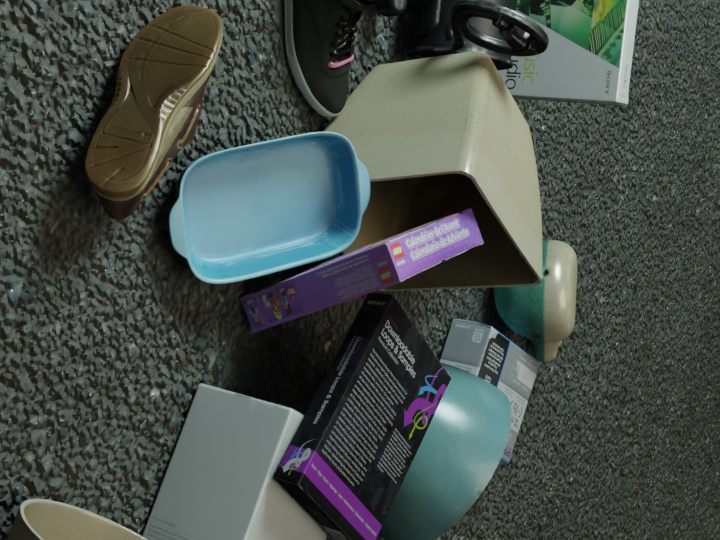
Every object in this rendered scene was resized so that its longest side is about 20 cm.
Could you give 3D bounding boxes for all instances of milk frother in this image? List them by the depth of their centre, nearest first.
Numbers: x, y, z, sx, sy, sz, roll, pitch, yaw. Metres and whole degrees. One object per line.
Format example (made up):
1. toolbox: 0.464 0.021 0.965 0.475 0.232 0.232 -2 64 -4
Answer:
1. milk frother: 0.131 -0.312 1.233 0.180 0.199 0.190 2 95 -52

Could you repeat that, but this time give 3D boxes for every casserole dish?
1. casserole dish: -0.086 -0.061 1.088 0.198 0.039 0.122 -15 112 -26

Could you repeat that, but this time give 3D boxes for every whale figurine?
1. whale figurine: 0.225 0.041 1.541 0.200 0.103 0.161 70 25 -67

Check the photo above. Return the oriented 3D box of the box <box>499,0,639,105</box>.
1. box: 0.213 -0.265 1.351 0.036 0.199 0.146 -2 99 -56

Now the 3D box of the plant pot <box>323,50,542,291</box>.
1. plant pot: 0.076 -0.109 1.226 0.200 0.198 0.178 48 48 -47

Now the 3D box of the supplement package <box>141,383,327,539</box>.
1. supplement package: -0.107 0.225 1.100 0.120 0.120 0.202 35 70 -50

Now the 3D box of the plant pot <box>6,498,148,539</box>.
1. plant pot: -0.231 0.313 0.933 0.187 0.187 0.201 33 85 -51

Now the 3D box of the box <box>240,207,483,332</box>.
1. box: 0.000 0.000 1.131 0.136 0.199 0.039 -24 93 -49

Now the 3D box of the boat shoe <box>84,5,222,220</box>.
1. boat shoe: -0.169 -0.131 0.997 0.072 0.071 0.201 96 11 -62

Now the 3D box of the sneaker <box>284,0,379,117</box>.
1. sneaker: -0.016 -0.240 1.136 0.071 0.099 0.202 -33 124 -47

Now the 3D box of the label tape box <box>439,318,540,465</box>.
1. label tape box: 0.139 0.179 1.466 0.143 0.066 0.202 35 68 -51

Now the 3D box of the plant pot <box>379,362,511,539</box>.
1. plant pot: 0.042 0.170 1.256 0.134 0.200 0.201 38 64 -17

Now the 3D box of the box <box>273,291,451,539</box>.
1. box: 0.007 0.141 1.106 0.201 0.036 0.143 -61 138 -25
